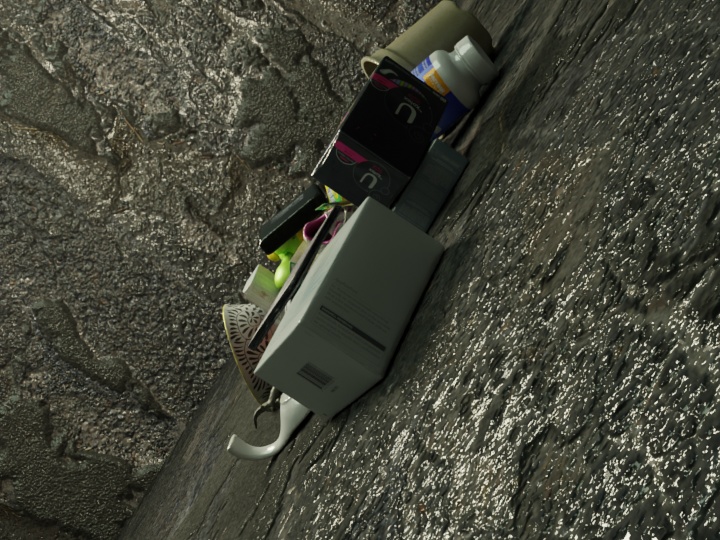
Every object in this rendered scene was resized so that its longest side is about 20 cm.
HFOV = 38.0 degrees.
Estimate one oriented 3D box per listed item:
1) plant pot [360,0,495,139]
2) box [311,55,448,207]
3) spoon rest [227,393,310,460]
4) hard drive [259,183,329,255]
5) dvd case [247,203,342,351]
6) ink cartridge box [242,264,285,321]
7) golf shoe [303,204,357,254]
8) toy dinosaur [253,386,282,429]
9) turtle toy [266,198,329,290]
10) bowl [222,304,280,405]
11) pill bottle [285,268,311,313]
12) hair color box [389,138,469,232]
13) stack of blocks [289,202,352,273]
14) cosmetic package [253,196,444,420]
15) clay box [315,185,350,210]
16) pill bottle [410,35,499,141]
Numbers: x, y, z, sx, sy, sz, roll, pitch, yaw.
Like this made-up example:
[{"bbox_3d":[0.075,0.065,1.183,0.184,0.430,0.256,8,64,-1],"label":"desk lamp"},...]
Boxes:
[{"bbox_3d":[0.133,-0.370,1.862,0.184,0.200,0.200,-48,6,-5],"label":"plant pot"},{"bbox_3d":[0.031,-0.194,1.514,0.106,0.122,0.201,-51,10,46],"label":"box"},{"bbox_3d":[-0.112,0.221,1.564,0.200,0.061,0.100,-41,15,24],"label":"spoon rest"},{"bbox_3d":[-0.121,-0.095,1.867,0.139,0.033,0.200,-39,10,2],"label":"hard drive"},{"bbox_3d":[-0.091,0.008,1.494,0.149,0.016,0.201,-54,6,40],"label":"dvd case"},{"bbox_3d":[-0.139,0.075,1.881,0.047,0.159,0.200,-54,8,15],"label":"ink cartridge box"},{"bbox_3d":[-0.002,-0.074,1.643,0.199,0.091,0.076,-27,58,24],"label":"golf shoe"},{"bbox_3d":[-0.107,0.177,1.669,0.102,0.076,0.202,-31,-36,-64],"label":"toy dinosaur"},{"bbox_3d":[-0.098,-0.037,1.918,0.145,0.101,0.200,-27,16,49],"label":"turtle toy"},{"bbox_3d":[-0.173,0.139,1.934,0.093,0.203,0.201,-22,12,4],"label":"bowl"},{"bbox_3d":[-0.048,0.050,1.556,0.113,0.112,0.200,-60,7,-18],"label":"pill bottle"},{"bbox_3d":[0.072,-0.087,1.512,0.201,0.060,0.099,-58,7,-4],"label":"hair color box"},{"bbox_3d":[-0.053,-0.029,1.801,0.116,0.058,0.201,92,-158,-45],"label":"stack of blocks"},{"bbox_3d":[-0.017,0.050,1.309,0.201,0.122,0.199,-61,7,-31],"label":"cosmetic package"},{"bbox_3d":[0.023,-0.143,1.658,0.198,0.048,0.115,-15,0,-10],"label":"clay box"},{"bbox_3d":[0.123,-0.285,1.698,0.200,0.112,0.112,-39,13,19],"label":"pill bottle"}]
